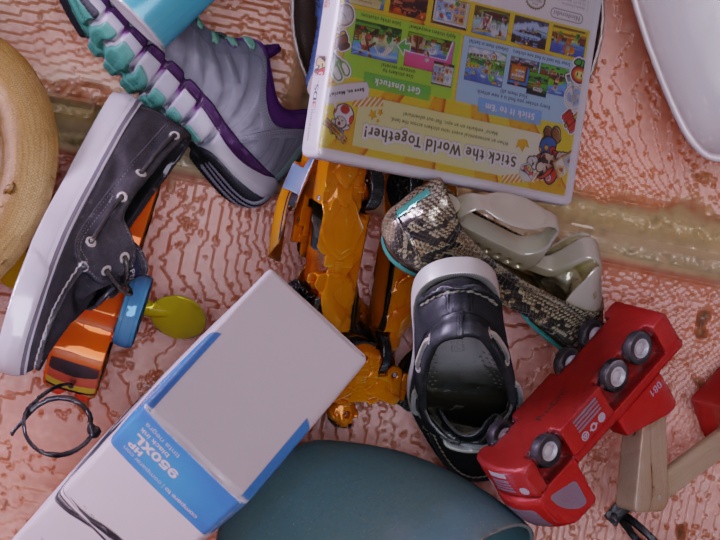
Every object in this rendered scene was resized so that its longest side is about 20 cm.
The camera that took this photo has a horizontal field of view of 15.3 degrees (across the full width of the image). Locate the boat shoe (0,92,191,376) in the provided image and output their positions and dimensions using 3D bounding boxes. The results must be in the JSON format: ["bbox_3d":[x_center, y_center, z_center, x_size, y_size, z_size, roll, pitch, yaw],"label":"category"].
[{"bbox_3d":[-0.156,-0.016,1.612,0.066,0.070,0.200,21,57,2],"label":"boat shoe"}]

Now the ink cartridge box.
[{"bbox_3d":[-0.106,0.110,1.605,0.084,0.200,0.145,43,47,-2],"label":"ink cartridge box"}]

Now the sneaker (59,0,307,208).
[{"bbox_3d":[-0.106,-0.137,1.690,0.088,0.074,0.200,-44,104,-13],"label":"sneaker"}]

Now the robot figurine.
[{"bbox_3d":[0.000,0.000,1.671,0.145,0.058,0.200,1,108,-30],"label":"robot figurine"}]

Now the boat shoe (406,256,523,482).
[{"bbox_3d":[0.062,0.077,1.644,0.075,0.200,0.060,-9,49,7],"label":"boat shoe"}]

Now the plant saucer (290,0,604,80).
[{"bbox_3d":[0.055,-0.164,1.709,0.200,0.032,0.201,0,92,-3],"label":"plant saucer"}]

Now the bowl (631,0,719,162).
[{"bbox_3d":[0.267,-0.180,1.699,0.199,0.075,0.200,-19,92,-2],"label":"bowl"}]

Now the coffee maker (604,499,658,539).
[{"bbox_3d":[0.162,0.288,1.693,0.200,0.135,0.192,-43,69,-2],"label":"coffee maker"}]

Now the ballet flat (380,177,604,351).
[{"bbox_3d":[0.102,-0.004,1.652,0.200,0.068,0.075,27,121,-37],"label":"ballet flat"}]

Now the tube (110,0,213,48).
[{"bbox_3d":[-0.069,-0.222,1.625,0.077,0.050,0.200,42,84,15],"label":"tube"}]

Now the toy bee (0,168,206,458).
[{"bbox_3d":[-0.177,0.031,1.679,0.131,0.109,0.200,36,65,6],"label":"toy bee"}]

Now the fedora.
[{"bbox_3d":[-0.263,-0.056,1.656,0.200,0.082,0.201,-3,81,21],"label":"fedora"}]

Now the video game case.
[{"bbox_3d":[0.062,-0.143,1.633,0.200,0.023,0.182,9,89,-37],"label":"video game case"}]

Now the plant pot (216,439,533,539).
[{"bbox_3d":[-0.011,0.183,1.649,0.200,0.200,0.135,-45,71,-1],"label":"plant pot"}]

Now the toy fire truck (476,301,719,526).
[{"bbox_3d":[0.170,0.099,1.655,0.200,0.049,0.141,-46,123,-23],"label":"toy fire truck"}]

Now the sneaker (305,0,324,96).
[{"bbox_3d":[0.000,-0.200,1.664,0.077,0.076,0.200,18,90,19],"label":"sneaker"}]
